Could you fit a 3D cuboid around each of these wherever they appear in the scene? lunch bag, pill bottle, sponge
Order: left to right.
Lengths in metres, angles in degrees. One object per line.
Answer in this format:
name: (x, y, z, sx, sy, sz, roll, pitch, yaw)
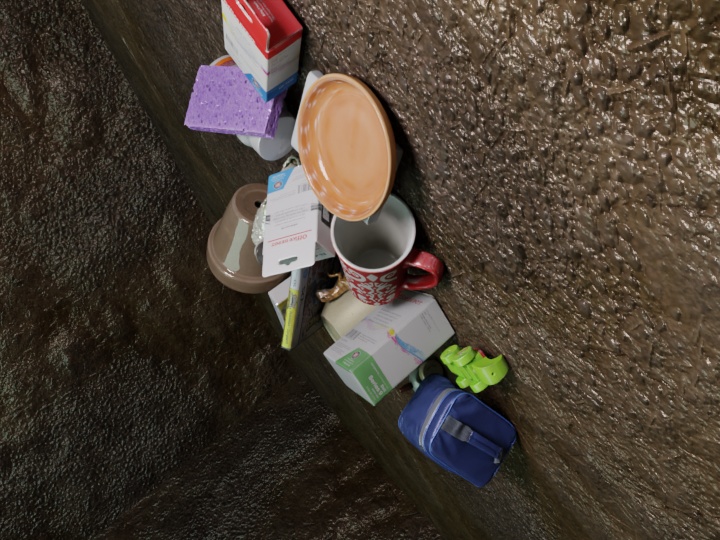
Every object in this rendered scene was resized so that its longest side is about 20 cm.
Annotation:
sponge: (-0.215, -0.292, 1.181, 0.197, 0.114, 0.030, 13, 177, 33)
pill bottle: (-0.200, -0.297, 1.254, 0.200, 0.109, 0.110, 47, 164, 28)
lunch bag: (0.185, 0.296, 1.242, 0.199, 0.137, 0.132, 35, 176, -27)

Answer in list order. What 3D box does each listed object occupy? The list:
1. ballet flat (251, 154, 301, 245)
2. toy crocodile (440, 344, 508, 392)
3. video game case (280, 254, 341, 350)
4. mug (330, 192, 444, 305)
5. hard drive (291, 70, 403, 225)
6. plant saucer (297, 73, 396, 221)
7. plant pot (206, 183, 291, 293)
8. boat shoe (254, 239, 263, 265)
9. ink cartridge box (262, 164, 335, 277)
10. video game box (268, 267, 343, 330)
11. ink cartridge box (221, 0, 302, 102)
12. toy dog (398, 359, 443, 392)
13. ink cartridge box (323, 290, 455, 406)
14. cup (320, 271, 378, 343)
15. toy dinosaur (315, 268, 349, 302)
ballet flat: (-0.159, -0.135, 1.315, 0.070, 0.204, 0.072, 23, 171, 4)
toy crocodile: (0.185, 0.157, 1.157, 0.068, 0.061, 0.200, 54, 170, -3)
video game case: (-0.092, 0.042, 1.380, 0.025, 0.200, 0.185, 16, 110, 19)
mug: (0.036, -0.009, 1.118, 0.178, 0.132, 0.201, 51, 169, 18)
hard drive: (-0.026, -0.183, 1.020, 0.200, 0.026, 0.133, 48, 137, 26)
plant saucer: (-0.016, -0.173, 0.963, 0.198, 0.037, 0.205, 24, 123, 43)
plant pot: (-0.219, -0.083, 1.438, 0.201, 0.198, 0.176, 48, 145, 20)
boat shoe: (-0.106, -0.063, 1.291, 0.057, 0.197, 0.068, 35, 152, 60)
ink cartridge box: (-0.105, -0.079, 1.202, 0.067, 0.114, 0.205, 37, -132, -52)
video game box: (-0.102, 0.051, 1.539, 0.047, 0.198, 0.183, 47, 164, 25)
ink cartridge box: (-0.146, -0.354, 1.014, 0.117, 0.067, 0.200, 53, 165, 4)
toy dog: (0.152, 0.274, 1.428, 0.201, 0.096, 0.132, 51, 165, 15)
ink cartridge box: (0.051, 0.130, 1.234, 0.088, 0.199, 0.145, 54, 165, -18)
cup: (0.002, 0.091, 1.409, 0.201, 0.142, 0.201, 49, 164, 18)
toy dinosaur: (0.000, 0.000, 1.329, 0.060, 0.198, 0.108, 24, -135, -49)
